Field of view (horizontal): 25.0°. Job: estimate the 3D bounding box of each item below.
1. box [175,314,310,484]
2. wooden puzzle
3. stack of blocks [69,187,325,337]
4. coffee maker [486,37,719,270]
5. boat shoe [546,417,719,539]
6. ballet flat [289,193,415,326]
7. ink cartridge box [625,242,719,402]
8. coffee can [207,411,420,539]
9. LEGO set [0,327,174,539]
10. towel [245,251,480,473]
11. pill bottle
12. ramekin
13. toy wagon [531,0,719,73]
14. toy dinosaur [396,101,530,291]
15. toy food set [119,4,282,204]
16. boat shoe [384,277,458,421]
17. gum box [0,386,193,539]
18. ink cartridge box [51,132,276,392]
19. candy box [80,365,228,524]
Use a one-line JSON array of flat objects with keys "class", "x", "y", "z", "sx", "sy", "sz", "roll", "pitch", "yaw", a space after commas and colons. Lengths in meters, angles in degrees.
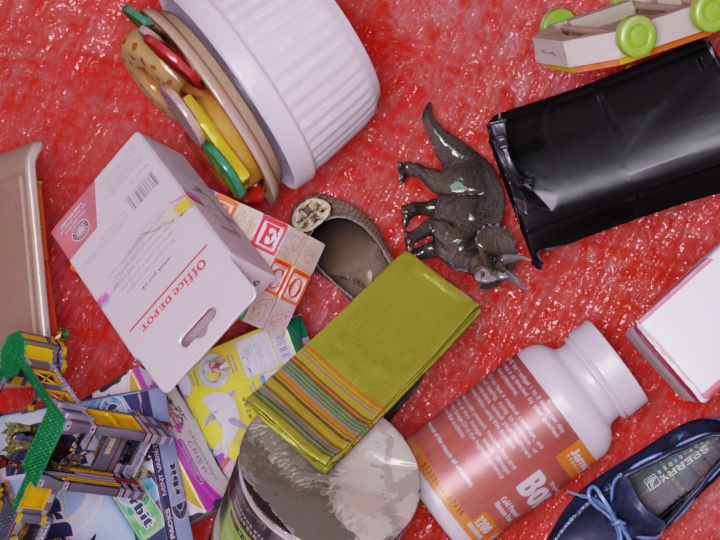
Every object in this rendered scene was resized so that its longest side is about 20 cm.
[{"class": "box", "x": -0.123, "y": 0.128, "z": 1.397, "sx": 0.199, "sy": 0.048, "sz": 0.118, "roll": -22, "pitch": 86, "yaw": 18}, {"class": "wooden puzzle", "x": -0.304, "y": 0.000, "z": 1.388, "sx": 0.037, "sy": 0.184, "sz": 0.202, "roll": 1, "pitch": 85, "yaw": -34}, {"class": "stack of blocks", "x": -0.140, "y": -0.011, "z": 1.372, "sx": 0.199, "sy": 0.058, "sz": 0.116, "roll": 24, "pitch": 88, "yaw": 34}, {"class": "coffee maker", "x": 0.214, "y": -0.095, "z": 1.323, "sx": 0.199, "sy": 0.192, "sz": 0.136, "roll": -21, "pitch": 90, "yaw": 4}, {"class": "boat shoe", "x": 0.230, "y": 0.191, "z": 1.371, "sx": 0.084, "sy": 0.069, "sz": 0.200, "roll": 44, "pitch": 92, "yaw": 5}, {"class": "ballet flat", "x": 0.000, "y": 0.000, "z": 1.376, "sx": 0.067, "sy": 0.046, "sz": 0.200, "roll": -41, "pitch": 58, "yaw": 4}, {"class": "ink cartridge box", "x": 0.294, "y": 0.030, "z": 1.309, "sx": 0.145, "sy": 0.200, "sz": 0.083, "roll": -43, "pitch": 82, "yaw": 2}, {"class": "coffee can", "x": -0.048, "y": 0.216, "z": 1.307, "sx": 0.145, "sy": 0.201, "sz": 0.147, "roll": 10, "pitch": 46, "yaw": -11}, {"class": "LEGO set", "x": -0.231, "y": 0.153, "z": 1.264, "sx": 0.153, "sy": 0.115, "sz": 0.201, "roll": 31, "pitch": 102, "yaw": 48}, {"class": "towel", "x": 0.005, "y": 0.067, "z": 1.281, "sx": 0.086, "sy": 0.018, "sz": 0.200, "roll": 38, "pitch": 60, "yaw": 15}, {"class": "pill bottle", "x": 0.137, "y": 0.135, "z": 1.360, "sx": 0.200, "sy": 0.112, "sz": 0.112, "roll": -37, "pitch": 85, "yaw": 3}, {"class": "ramekin", "x": -0.070, "y": -0.179, "z": 1.354, "sx": 0.105, "sy": 0.200, "sz": 0.201, "roll": -36, "pitch": 85, "yaw": -8}, {"class": "toy wagon", "x": 0.245, "y": -0.211, "z": 1.345, "sx": 0.199, "sy": 0.155, "sz": 0.040, "roll": -19, "pitch": 106, "yaw": -14}, {"class": "toy dinosaur", "x": 0.085, "y": -0.052, "z": 1.400, "sx": 0.101, "sy": 0.077, "sz": 0.201, "roll": -5, "pitch": 55, "yaw": 1}, {"class": "toy food set", "x": -0.134, "y": -0.135, "z": 1.351, "sx": 0.049, "sy": 0.198, "sz": 0.201, "roll": -35, "pitch": 87, "yaw": -8}, {"class": "boat shoe", "x": 0.014, "y": 0.087, "z": 1.396, "sx": 0.073, "sy": 0.065, "sz": 0.201, "roll": 36, "pitch": 91, "yaw": 5}, {"class": "gum box", "x": -0.239, "y": 0.195, "z": 1.333, "sx": 0.199, "sy": 0.044, "sz": 0.171, "roll": -12, "pitch": 89, "yaw": 24}, {"class": "ink cartridge box", "x": -0.150, "y": 0.000, "z": 1.298, "sx": 0.117, "sy": 0.067, "sz": 0.200, "roll": -47, "pitch": 56, "yaw": 12}, {"class": "candy box", "x": -0.223, "y": 0.184, "z": 1.383, "sx": 0.199, "sy": 0.061, "sz": 0.137, "roll": -32, "pitch": 83, "yaw": 21}]
